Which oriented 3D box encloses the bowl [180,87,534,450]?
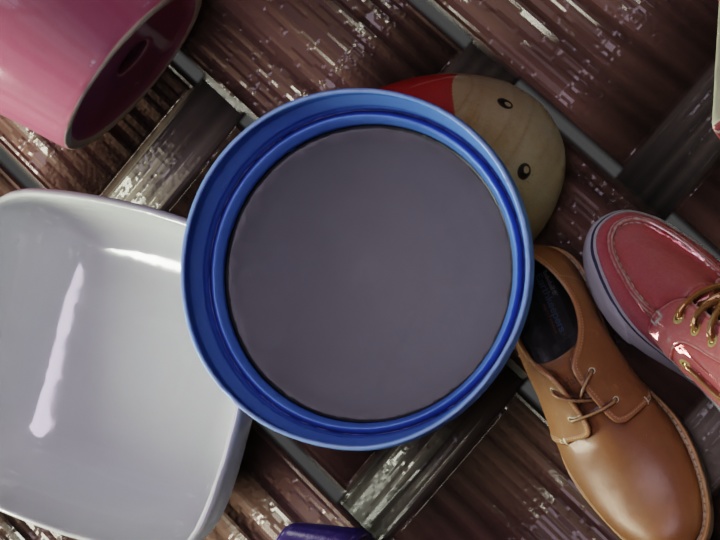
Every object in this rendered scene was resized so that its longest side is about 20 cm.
[{"bbox_3d":[0.000,0.000,1.287,0.201,0.039,0.201,-2,84,16],"label":"bowl"}]

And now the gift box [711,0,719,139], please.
[{"bbox_3d":[0.299,-0.097,1.163,0.200,0.185,0.187,-20,32,23],"label":"gift box"}]

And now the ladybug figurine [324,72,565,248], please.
[{"bbox_3d":[0.020,-0.045,1.350,0.200,0.072,0.136,-24,74,17],"label":"ladybug figurine"}]

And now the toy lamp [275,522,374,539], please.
[{"bbox_3d":[0.042,0.191,1.315,0.200,0.058,0.058,18,89,21],"label":"toy lamp"}]

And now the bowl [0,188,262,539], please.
[{"bbox_3d":[-0.143,0.059,1.395,0.200,0.075,0.200,14,93,25],"label":"bowl"}]

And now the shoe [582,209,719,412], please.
[{"bbox_3d":[0.200,0.029,1.244,0.071,0.091,0.200,-35,71,-18],"label":"shoe"}]

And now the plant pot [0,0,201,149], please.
[{"bbox_3d":[-0.204,-0.177,1.409,0.179,0.200,0.200,40,98,7],"label":"plant pot"}]

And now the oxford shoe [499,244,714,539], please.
[{"bbox_3d":[0.127,0.075,1.290,0.071,0.071,0.200,-34,73,14],"label":"oxford shoe"}]
